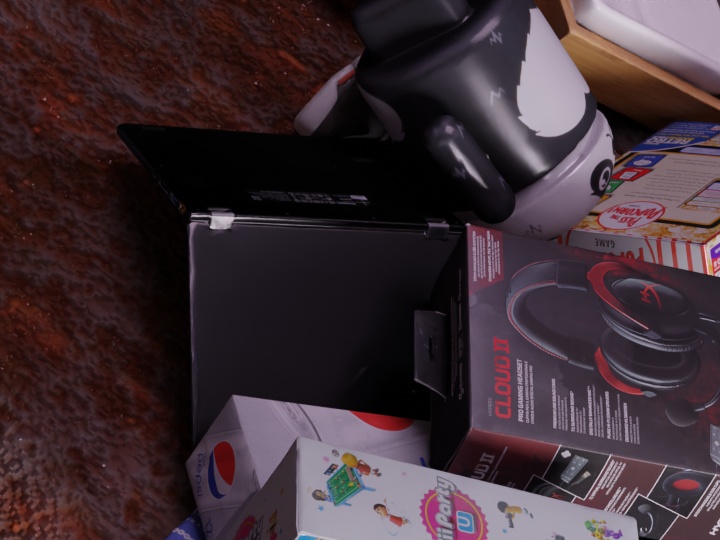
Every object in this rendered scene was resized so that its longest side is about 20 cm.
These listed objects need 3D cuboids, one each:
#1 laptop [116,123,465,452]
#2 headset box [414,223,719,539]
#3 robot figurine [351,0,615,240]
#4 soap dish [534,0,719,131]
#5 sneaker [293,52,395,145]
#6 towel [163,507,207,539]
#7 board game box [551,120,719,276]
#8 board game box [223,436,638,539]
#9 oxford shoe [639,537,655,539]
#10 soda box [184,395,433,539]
[{"bbox_3d":[-0.041,0.008,1.398,0.186,0.117,0.200,3,26,-29],"label":"laptop"},{"bbox_3d":[0.123,0.065,1.326,0.198,0.075,0.149,12,49,-11],"label":"headset box"},{"bbox_3d":[0.078,-0.108,1.451,0.150,0.125,0.201,-44,113,-20],"label":"robot figurine"},{"bbox_3d":[0.175,-0.189,1.632,0.199,0.081,0.158,20,45,-45],"label":"soap dish"},{"bbox_3d":[0.046,-0.110,1.536,0.199,0.077,0.082,-22,75,-39],"label":"sneaker"},{"bbox_3d":[-0.062,0.203,1.270,0.145,0.024,0.200,42,44,6],"label":"towel"},{"bbox_3d":[0.221,-0.042,1.541,0.200,0.151,0.047,-31,118,-42],"label":"board game box"},{"bbox_3d":[0.028,0.170,1.231,0.199,0.148,0.065,15,49,-19],"label":"board game box"},{"bbox_3d":[0.201,0.121,1.392,0.072,0.071,0.201,14,49,-9],"label":"oxford shoe"},{"bbox_3d":[0.004,0.125,1.316,0.199,0.064,0.069,10,43,-32],"label":"soda box"}]
